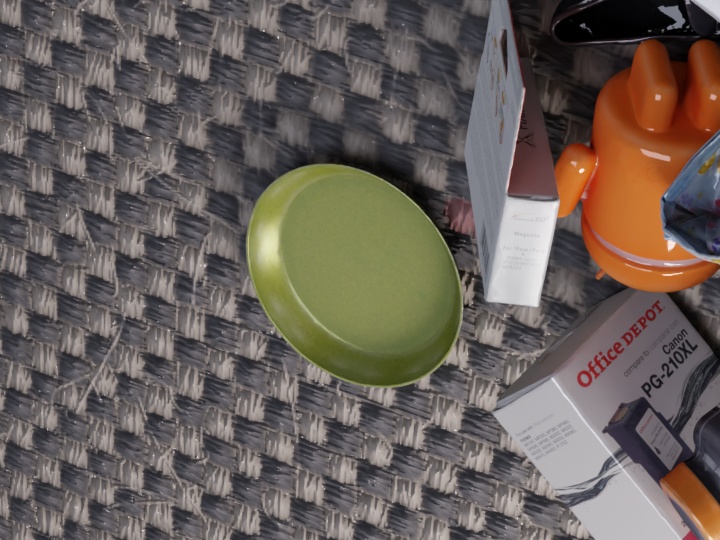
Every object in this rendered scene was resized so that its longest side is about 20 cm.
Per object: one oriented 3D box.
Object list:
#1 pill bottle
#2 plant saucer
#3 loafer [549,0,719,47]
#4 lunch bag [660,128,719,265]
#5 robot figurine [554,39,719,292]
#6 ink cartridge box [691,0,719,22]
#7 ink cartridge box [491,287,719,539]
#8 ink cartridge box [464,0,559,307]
[{"bbox_3d":[0.309,0.117,1.665,0.200,0.106,0.106,-37,94,-2],"label":"pill bottle"},{"bbox_3d":[0.000,0.000,1.909,0.200,0.031,0.200,15,123,25],"label":"plant saucer"},{"bbox_3d":[0.224,-0.183,1.640,0.200,0.063,0.072,-6,113,35],"label":"loafer"},{"bbox_3d":[0.319,-0.045,1.578,0.200,0.169,0.127,-18,63,36],"label":"lunch bag"},{"bbox_3d":[0.214,-0.067,1.670,0.117,0.144,0.200,36,141,32],"label":"robot figurine"},{"bbox_3d":[0.253,-0.244,1.546,0.200,0.086,0.147,39,106,9],"label":"ink cartridge box"},{"bbox_3d":[0.218,0.128,1.762,0.200,0.145,0.084,51,142,-3],"label":"ink cartridge box"},{"bbox_3d":[0.112,-0.102,1.677,0.043,0.200,0.174,5,124,-6],"label":"ink cartridge box"}]
